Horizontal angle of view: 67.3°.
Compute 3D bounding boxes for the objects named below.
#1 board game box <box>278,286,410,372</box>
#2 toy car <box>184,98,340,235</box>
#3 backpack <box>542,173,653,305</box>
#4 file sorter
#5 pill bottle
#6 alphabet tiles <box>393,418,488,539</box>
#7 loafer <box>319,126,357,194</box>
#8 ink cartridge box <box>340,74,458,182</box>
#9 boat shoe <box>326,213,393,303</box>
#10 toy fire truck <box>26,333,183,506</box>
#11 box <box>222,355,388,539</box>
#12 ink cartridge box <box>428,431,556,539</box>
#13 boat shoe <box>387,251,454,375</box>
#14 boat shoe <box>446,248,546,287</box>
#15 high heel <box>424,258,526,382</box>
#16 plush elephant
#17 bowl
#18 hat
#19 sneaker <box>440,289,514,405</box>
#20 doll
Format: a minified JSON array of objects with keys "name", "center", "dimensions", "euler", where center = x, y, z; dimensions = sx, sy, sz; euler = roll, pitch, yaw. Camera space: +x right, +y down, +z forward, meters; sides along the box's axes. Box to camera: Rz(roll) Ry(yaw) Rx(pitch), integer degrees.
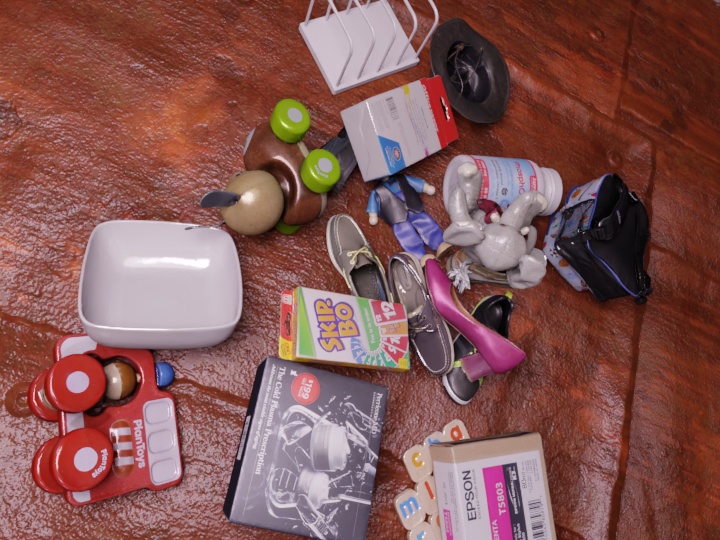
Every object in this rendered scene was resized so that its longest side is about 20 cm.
[{"name":"board game box","center":[-0.019,0.084,0.757],"dimensions":[0.194,0.030,0.099],"euler":[10,65,-25]},{"name":"toy car","center":[-0.154,-0.115,0.757],"dimensions":[0.198,0.164,0.160],"euler":[-30,85,-36]},{"name":"backpack","center":[0.430,-0.064,0.968],"dimensions":[0.199,0.152,0.193],"euler":[42,64,-25]},{"name":"file sorter","center":[0.016,-0.433,0.950],"dimensions":[0.196,0.125,0.142],"euler":[-27,83,-23]},{"name":"pill bottle","center":[0.252,-0.143,0.956],"dimensions":[0.193,0.109,0.113],"euler":[-1,74,-19]},{"name":"alphabet tiles","center":[0.147,0.346,0.828],"dimensions":[0.196,0.015,0.200],"euler":[-23,86,-23]},{"name":"loafer","center":[-0.007,-0.212,0.915],"dimensions":[0.200,0.072,0.073],"euler":[-46,106,-20]},{"name":"ink cartridge box","center":[0.071,-0.237,0.889],"dimensions":[0.198,0.066,0.119],"euler":[-32,107,-39]},{"name":"boat shoe","center":[0.003,-0.001,0.854],"dimensions":[0.070,0.060,0.207],"euler":[-16,80,-22]},{"name":"toy fire truck","center":[-0.312,0.181,0.678],"dimensions":[0.165,0.111,0.207],"euler":[1,72,-45]},{"name":"box","center":[-0.072,0.242,0.733],"dimensions":[0.177,0.104,0.206],"euler":[16,70,-15]},{"name":"ink cartridge box","center":[0.198,0.352,0.797],"dimensions":[0.160,0.075,0.207],"euler":[-2,78,-22]},{"name":"boat shoe","center":[0.087,0.068,0.845],"dimensions":[0.064,0.070,0.206],"euler":[-1,71,-64]},{"name":"boat shoe","center":[0.249,-0.013,0.939],"dimensions":[0.194,0.068,0.077],"euler":[-6,76,-21]},{"name":"high heel","center":[0.171,0.061,0.825],"dimensions":[0.094,0.067,0.205],"euler":[-27,88,21]},{"name":"plush elephant","center":[0.204,-0.058,0.803],"dimensions":[0.161,0.155,0.205],"euler":[26,88,-10]},{"name":"bowl","center":[-0.259,0.025,0.717],"dimensions":[0.194,0.076,0.203],"euler":[2,43,-20]},{"name":"hat","center":[0.185,-0.352,1.004],"dimensions":[0.195,0.080,0.208],"euler":[8,75,-31]},{"name":"sneaker","center":[0.193,0.116,0.874],"dimensions":[0.070,0.083,0.204],"euler":[30,67,-7]},{"name":"doll","center":[0.077,-0.107,0.917],"dimensions":[0.134,0.049,0.203],"euler":[-31,80,-16]}]
